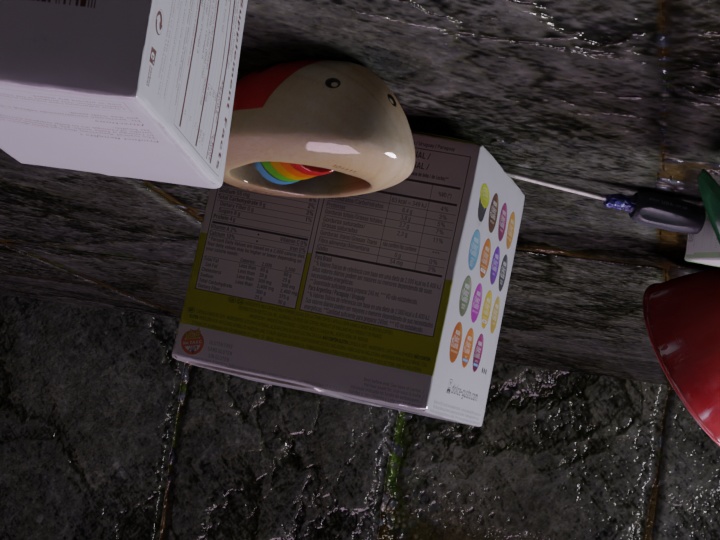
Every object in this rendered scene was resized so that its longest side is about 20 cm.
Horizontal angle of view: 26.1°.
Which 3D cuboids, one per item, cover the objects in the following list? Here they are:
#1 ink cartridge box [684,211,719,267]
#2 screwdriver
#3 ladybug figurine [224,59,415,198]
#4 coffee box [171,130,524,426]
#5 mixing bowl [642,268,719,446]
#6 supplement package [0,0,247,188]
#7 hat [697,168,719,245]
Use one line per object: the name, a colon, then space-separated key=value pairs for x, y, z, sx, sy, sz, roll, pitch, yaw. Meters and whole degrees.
ink cartridge box: x=0.359 y=-0.017 z=1.211 sx=0.144 sy=0.048 sz=0.200 roll=11 pitch=179 yaw=-10
screwdriver: x=0.179 y=-0.058 z=1.235 sx=0.198 sy=0.029 sz=0.028 roll=9 pitch=173 yaw=-7
ladybug figurine: x=-0.038 y=-0.094 z=1.033 sx=0.135 sy=0.073 sz=0.200 roll=12 pitch=171 yaw=-30
coffee box: x=0.000 y=0.000 z=1.200 sx=0.199 sy=0.199 sz=0.200 roll=10 pitch=174 yaw=16
mixing bowl: x=0.375 y=0.071 z=1.505 sx=0.108 sy=0.201 sz=0.200 roll=-36 pitch=148 yaw=28
supplement package: x=-0.131 y=-0.120 z=0.757 sx=0.116 sy=0.118 sz=0.200 roll=7 pitch=172 yaw=5
hat: x=0.340 y=-0.030 z=1.044 sx=0.175 sy=0.167 sz=0.200 roll=-26 pitch=-176 yaw=8
